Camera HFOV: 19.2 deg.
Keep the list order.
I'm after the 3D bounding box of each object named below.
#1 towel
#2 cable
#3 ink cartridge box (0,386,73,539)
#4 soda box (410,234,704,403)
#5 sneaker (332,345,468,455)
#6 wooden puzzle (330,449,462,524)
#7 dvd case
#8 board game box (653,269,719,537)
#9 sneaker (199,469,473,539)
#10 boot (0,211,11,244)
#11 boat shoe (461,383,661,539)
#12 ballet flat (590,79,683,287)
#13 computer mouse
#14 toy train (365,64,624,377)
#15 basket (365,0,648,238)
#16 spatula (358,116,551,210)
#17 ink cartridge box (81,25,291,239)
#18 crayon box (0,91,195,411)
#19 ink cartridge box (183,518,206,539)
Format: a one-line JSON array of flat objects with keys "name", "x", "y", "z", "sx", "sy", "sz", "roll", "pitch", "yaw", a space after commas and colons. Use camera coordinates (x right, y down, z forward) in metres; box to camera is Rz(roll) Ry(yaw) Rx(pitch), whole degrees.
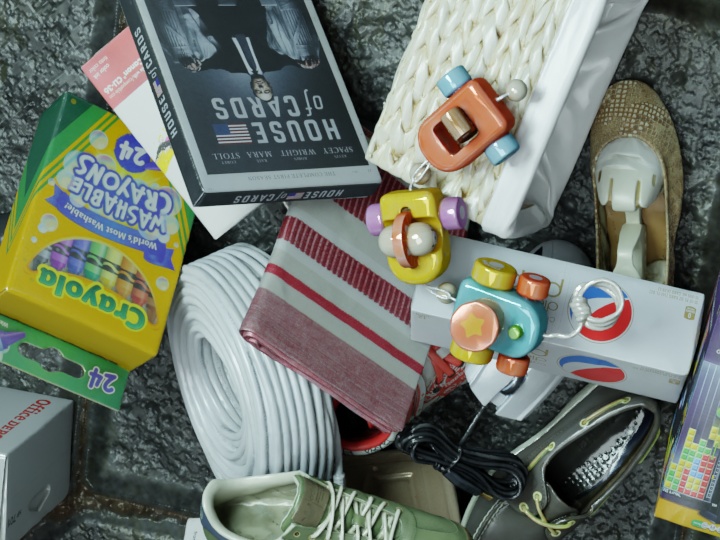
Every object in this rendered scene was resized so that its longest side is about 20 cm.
[{"name": "towel", "x": 0.000, "y": 0.000, "z": 1.534, "sx": 0.144, "sy": 0.201, "sz": 0.023, "roll": 35, "pitch": 146, "yaw": -23}, {"name": "cable", "x": -0.084, "y": 0.082, "z": 1.595, "sx": 0.069, "sy": 0.200, "sz": 0.201, "roll": -18, "pitch": 121, "yaw": -22}, {"name": "ink cartridge box", "x": -0.346, "y": 0.144, "z": 1.698, "sx": 0.198, "sy": 0.146, "sz": 0.087, "roll": 9, "pitch": 105, "yaw": 12}, {"name": "soda box", "x": 0.137, "y": 0.033, "z": 1.500, "sx": 0.198, "sy": 0.068, "sz": 0.064, "roll": 13, "pitch": 70, "yaw": 6}, {"name": "sneaker", "x": 0.057, "y": 0.069, "z": 1.591, "sx": 0.201, "sy": 0.108, "sz": 0.067, "roll": -33, "pitch": 95, "yaw": 20}, {"name": "wooden puzzle", "x": -0.004, "y": 0.231, "z": 1.689, "sx": 0.198, "sy": 0.046, "sz": 0.187, "roll": -6, "pitch": 103, "yaw": 20}, {"name": "dvd case", "x": -0.082, "y": -0.138, "z": 1.512, "sx": 0.025, "sy": 0.149, "sz": 0.201, "roll": -49, "pitch": 55, "yaw": 47}, {"name": "board game box", "x": 0.259, "y": 0.070, "z": 1.488, "sx": 0.056, "sy": 0.200, "sz": 0.167, "roll": 16, "pitch": 108, "yaw": 7}, {"name": "sneaker", "x": -0.023, "y": 0.182, "z": 1.489, "sx": 0.198, "sy": 0.068, "sz": 0.090, "roll": 2, "pitch": 146, "yaw": 20}, {"name": "boot", "x": -0.290, "y": -0.039, "z": 1.682, "sx": 0.198, "sy": 0.066, "sz": 0.166, "roll": -7, "pitch": 96, "yaw": 24}, {"name": "boat shoe", "x": 0.147, "y": 0.159, "z": 1.595, "sx": 0.072, "sy": 0.061, "sz": 0.201, "roll": 38, "pitch": 100, "yaw": -14}, {"name": "ballet flat", "x": 0.199, "y": -0.035, "z": 1.547, "sx": 0.070, "sy": 0.065, "sz": 0.202, "roll": -3, "pitch": 104, "yaw": 17}, {"name": "computer mouse", "x": 0.115, "y": 0.068, "z": 1.557, "sx": 0.109, "sy": 0.044, "sz": 0.201, "roll": 32, "pitch": 83, "yaw": -22}, {"name": "toy train", "x": 0.079, "y": -0.026, "z": 1.416, "sx": 0.150, "sy": 0.056, "sz": 0.201, "roll": -34, "pitch": 86, "yaw": 27}, {"name": "basket", "x": 0.103, "y": -0.139, "z": 1.498, "sx": 0.123, "sy": 0.135, "sz": 0.201, "roll": 26, "pitch": 102, "yaw": 14}, {"name": "spatula", "x": 0.051, "y": -0.091, "z": 1.594, "sx": 0.198, "sy": 0.021, "sz": 0.057, "roll": 16, "pitch": 103, "yaw": 11}, {"name": "ink cartridge box", "x": -0.103, "y": -0.102, "z": 1.579, "sx": 0.067, "sy": 0.116, "sz": 0.200, "roll": -37, "pitch": 93, "yaw": 25}, {"name": "crayon box", "x": -0.196, "y": -0.014, "z": 1.566, "sx": 0.125, "sy": 0.201, "sz": 0.051, "roll": 25, "pitch": 152, "yaw": -23}, {"name": "ink cartridge box", "x": -0.021, "y": 0.251, "z": 1.592, "sx": 0.198, "sy": 0.085, "sz": 0.146, "roll": -2, "pitch": 148, "yaw": 18}]
